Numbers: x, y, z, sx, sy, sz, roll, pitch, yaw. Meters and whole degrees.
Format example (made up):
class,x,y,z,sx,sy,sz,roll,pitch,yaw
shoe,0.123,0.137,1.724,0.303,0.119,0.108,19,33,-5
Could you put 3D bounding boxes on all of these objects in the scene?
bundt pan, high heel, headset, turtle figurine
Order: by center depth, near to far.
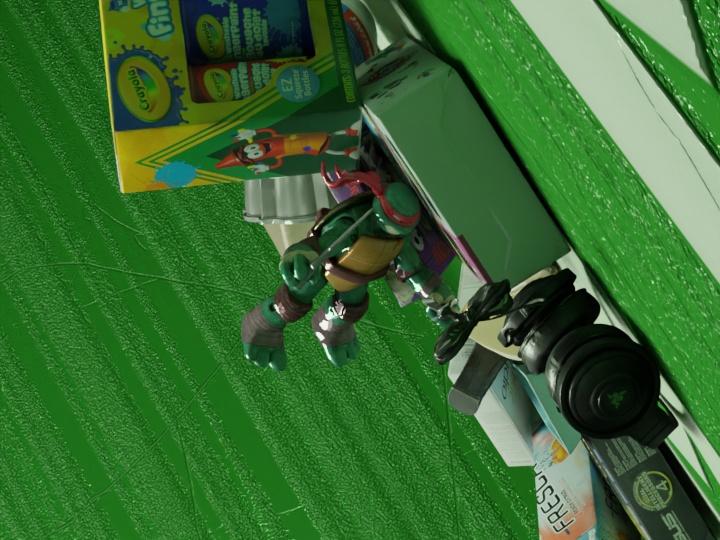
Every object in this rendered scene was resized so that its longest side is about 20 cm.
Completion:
class,x,y,z,sx,sy,sz,roll,pitch,yaw
headset,0.125,0.059,1.074,0.200,0.094,0.124,38,-170,-47
turtle figurine,0.000,0.000,1.177,0.149,0.200,0.101,15,-127,-24
high heel,0.132,0.014,1.350,0.071,0.143,0.200,31,144,3
bundt pan,-0.024,-0.106,1.647,0.202,0.200,0.076,-122,22,-77

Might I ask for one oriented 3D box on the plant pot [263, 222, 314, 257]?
class,x,y,z,sx,sy,sz,roll,pitch,yaw
plant pot,-0.047,-0.149,2.112,0.200,0.199,0.178,-123,12,-55

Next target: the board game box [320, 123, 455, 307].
class,x,y,z,sx,sy,sz,roll,pitch,yaw
board game box,0.039,-0.063,1.310,0.121,0.032,0.200,62,-154,-12

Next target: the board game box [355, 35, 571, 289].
class,x,y,z,sx,sy,sz,roll,pitch,yaw
board game box,0.060,-0.077,1.167,0.148,0.064,0.200,57,-178,-14

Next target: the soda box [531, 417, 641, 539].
class,x,y,z,sx,sy,sz,roll,pitch,yaw
soda box,0.196,0.201,1.469,0.068,0.063,0.201,40,-152,-24

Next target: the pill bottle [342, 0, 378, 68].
class,x,y,z,sx,sy,sz,roll,pitch,yaw
pill bottle,-0.048,-0.158,1.329,0.113,0.112,0.200,56,-154,-14

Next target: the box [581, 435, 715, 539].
class,x,y,z,sx,sy,sz,roll,pitch,yaw
box,0.215,0.149,1.371,0.201,0.049,0.161,59,180,10

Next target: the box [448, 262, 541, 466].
class,x,y,z,sx,sy,sz,roll,pitch,yaw
box,0.130,0.073,1.537,0.200,0.036,0.145,57,-143,-55

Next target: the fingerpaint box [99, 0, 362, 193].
class,x,y,z,sx,sy,sz,roll,pitch,yaw
fingerpaint box,-0.095,-0.162,1.172,0.074,0.165,0.201,94,168,-57

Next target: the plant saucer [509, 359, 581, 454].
class,x,y,z,sx,sy,sz,roll,pitch,yaw
plant saucer,0.152,0.106,1.391,0.070,0.019,0.200,60,-179,0
